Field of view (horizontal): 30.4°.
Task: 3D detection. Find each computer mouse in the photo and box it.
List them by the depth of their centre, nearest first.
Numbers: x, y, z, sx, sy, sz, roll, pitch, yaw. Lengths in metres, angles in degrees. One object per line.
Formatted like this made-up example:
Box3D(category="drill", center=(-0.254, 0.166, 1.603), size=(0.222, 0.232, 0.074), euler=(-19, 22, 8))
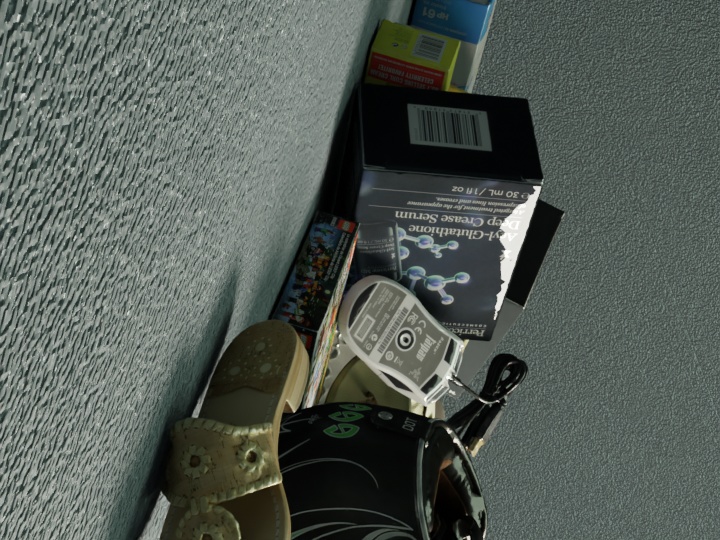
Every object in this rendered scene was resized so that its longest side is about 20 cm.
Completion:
Box3D(category="computer mouse", center=(0.052, 0.072, 1.131), size=(0.110, 0.200, 0.044), euler=(-55, -153, -12))

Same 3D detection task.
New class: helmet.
Box3D(category="helmet", center=(-0.016, 0.198, 0.971), size=(0.200, 0.190, 0.201), euler=(-12, 90, -70))

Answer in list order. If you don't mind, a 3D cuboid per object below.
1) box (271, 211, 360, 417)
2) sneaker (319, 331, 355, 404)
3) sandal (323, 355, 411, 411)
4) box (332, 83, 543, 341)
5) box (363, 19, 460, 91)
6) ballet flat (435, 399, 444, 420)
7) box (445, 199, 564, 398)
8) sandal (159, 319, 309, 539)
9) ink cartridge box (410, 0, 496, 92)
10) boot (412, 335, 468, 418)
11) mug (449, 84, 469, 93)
Box3D(category="box", center=(-0.049, 0.072, 1.072), size=(0.137, 0.037, 0.201), euler=(-69, 174, -49))
Box3D(category="sneaker", center=(-0.031, 0.115, 1.372), size=(0.147, 0.080, 0.201), euler=(-103, -163, -68))
Box3D(category="sandal", center=(-0.003, 0.156, 1.112), size=(0.057, 0.080, 0.202), euler=(-46, -163, 56))
Box3D(category="box", center=(0.057, -0.046, 1.133), size=(0.201, 0.147, 0.107), euler=(102, -11, -47))
Box3D(category="box", center=(0.032, -0.122, 1.184), size=(0.050, 0.075, 0.201), euler=(-69, 175, -46))
Box3D(category="ballet flat", center=(0.028, 0.085, 1.407), size=(0.067, 0.201, 0.046), euler=(-31, 180, -6))
Box3D(category="box", center=(0.128, 0.024, 1.412), size=(0.142, 0.079, 0.200), euler=(-65, -178, -37))
Box3D(category="sandal", center=(-0.078, 0.093, 0.699), size=(0.212, 0.077, 0.070), euler=(-80, 150, -45))
Box3D(category="ink cartridge box", center=(0.093, -0.241, 1.502), size=(0.145, 0.084, 0.201), euler=(-67, 171, -59))
Box3D(category="boot", center=(0.054, 0.105, 1.274), size=(0.200, 0.072, 0.156), euler=(-112, -149, -76))
Box3D(category="mug", center=(0.060, -0.114, 1.358), size=(0.186, 0.149, 0.154), euler=(22, 94, -54))
